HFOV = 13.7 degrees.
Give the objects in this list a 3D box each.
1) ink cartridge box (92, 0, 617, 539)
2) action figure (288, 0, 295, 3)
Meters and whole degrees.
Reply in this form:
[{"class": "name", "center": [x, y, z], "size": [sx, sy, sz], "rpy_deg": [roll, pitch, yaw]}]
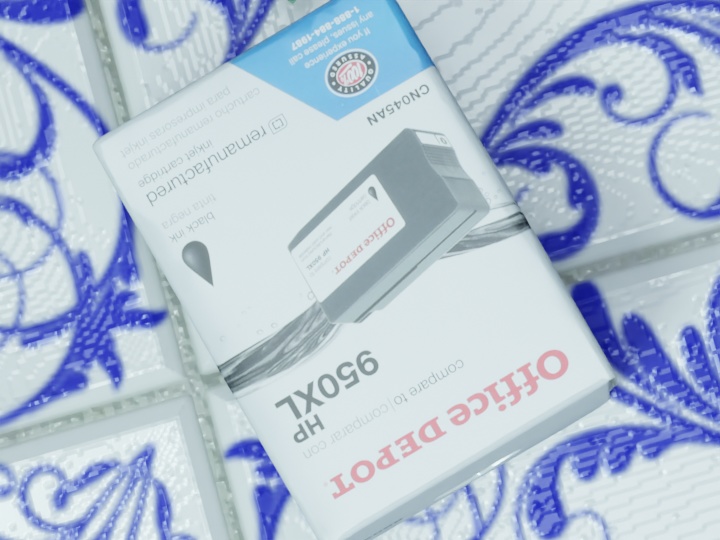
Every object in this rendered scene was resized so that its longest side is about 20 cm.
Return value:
[{"class": "ink cartridge box", "center": [0.000, 0.000, 1.270], "size": [0.144, 0.084, 0.200], "rpy_deg": [-31, 83, 1]}, {"class": "action figure", "center": [-0.015, -0.231, 1.315], "size": [0.118, 0.055, 0.200], "rpy_deg": [37, 84, 10]}]
